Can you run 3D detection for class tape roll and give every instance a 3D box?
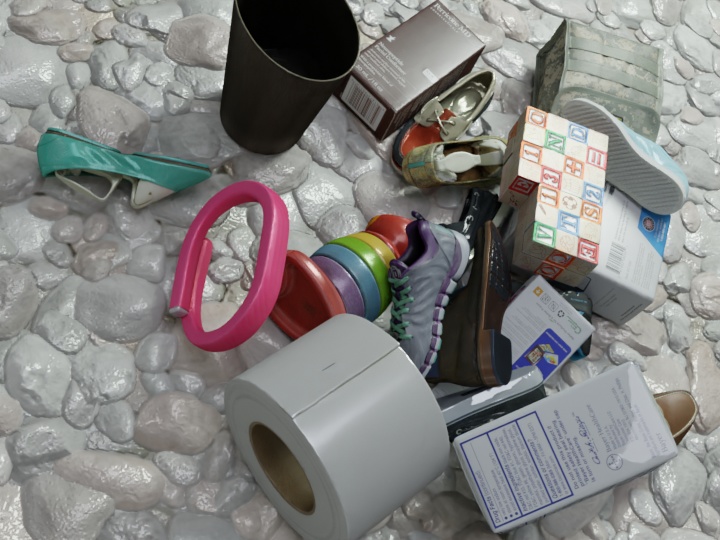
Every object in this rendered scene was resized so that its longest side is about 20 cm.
[{"bbox_3d":[-0.027,0.164,0.980,0.139,0.203,0.203,-31,77,-28],"label":"tape roll"}]

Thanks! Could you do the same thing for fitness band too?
[{"bbox_3d":[-0.144,-0.008,1.065,0.037,0.143,0.201,34,51,-43],"label":"fitness band"}]

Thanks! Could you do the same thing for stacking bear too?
[{"bbox_3d":[0.000,0.000,1.131,0.114,0.122,0.200,47,52,11],"label":"stacking bear"}]

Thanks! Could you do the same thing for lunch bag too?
[{"bbox_3d":[0.330,-0.228,1.350,0.163,0.118,0.201,14,67,-11],"label":"lunch bag"}]

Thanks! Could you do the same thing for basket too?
[{"bbox_3d":[-0.099,-0.242,1.161,0.136,0.200,0.181,-21,73,-27],"label":"basket"}]

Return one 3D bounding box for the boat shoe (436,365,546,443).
[{"bbox_3d":[0.120,0.168,1.088,0.199,0.069,0.057,-21,94,-4],"label":"boat shoe"}]

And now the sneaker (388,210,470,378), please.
[{"bbox_3d":[0.051,0.036,1.081,0.087,0.074,0.201,28,74,-32],"label":"sneaker"}]

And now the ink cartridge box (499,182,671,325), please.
[{"bbox_3d":[0.289,-0.043,1.256,0.199,0.086,0.147,25,58,-3],"label":"ink cartridge box"}]

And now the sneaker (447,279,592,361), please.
[{"bbox_3d":[0.197,0.062,1.182,0.199,0.073,0.082,6,67,-13],"label":"sneaker"}]

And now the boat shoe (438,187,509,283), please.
[{"bbox_3d":[0.120,-0.038,1.206,0.066,0.075,0.200,36,58,4],"label":"boat shoe"}]

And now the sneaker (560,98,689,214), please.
[{"bbox_3d":[0.350,-0.154,1.276,0.200,0.074,0.082,46,34,7],"label":"sneaker"}]

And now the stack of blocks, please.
[{"bbox_3d":[0.233,-0.093,1.178,0.115,0.059,0.201,19,57,-9],"label":"stack of blocks"}]

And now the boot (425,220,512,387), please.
[{"bbox_3d":[0.118,0.039,1.108,0.075,0.097,0.201,40,47,-49],"label":"boot"}]

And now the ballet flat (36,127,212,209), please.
[{"bbox_3d":[-0.277,-0.110,1.124,0.199,0.067,0.071,12,85,-12],"label":"ballet flat"}]

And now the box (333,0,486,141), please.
[{"bbox_3d":[0.068,-0.274,1.309,0.100,0.075,0.200,44,58,7],"label":"box"}]

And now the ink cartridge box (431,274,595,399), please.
[{"bbox_3d":[0.174,0.108,1.137,0.095,0.037,0.200,44,88,-3],"label":"ink cartridge box"}]

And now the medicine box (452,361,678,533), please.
[{"bbox_3d":[0.211,0.194,1.014,0.199,0.182,0.103,-23,72,3],"label":"medicine box"}]

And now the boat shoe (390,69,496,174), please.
[{"bbox_3d":[0.114,-0.201,1.293,0.071,0.063,0.200,44,61,4],"label":"boat shoe"}]

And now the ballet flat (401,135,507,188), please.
[{"bbox_3d":[0.145,-0.142,1.252,0.199,0.071,0.071,-10,67,-35],"label":"ballet flat"}]

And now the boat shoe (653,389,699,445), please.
[{"bbox_3d":[0.337,0.197,1.157,0.199,0.074,0.076,-24,74,-27],"label":"boat shoe"}]
